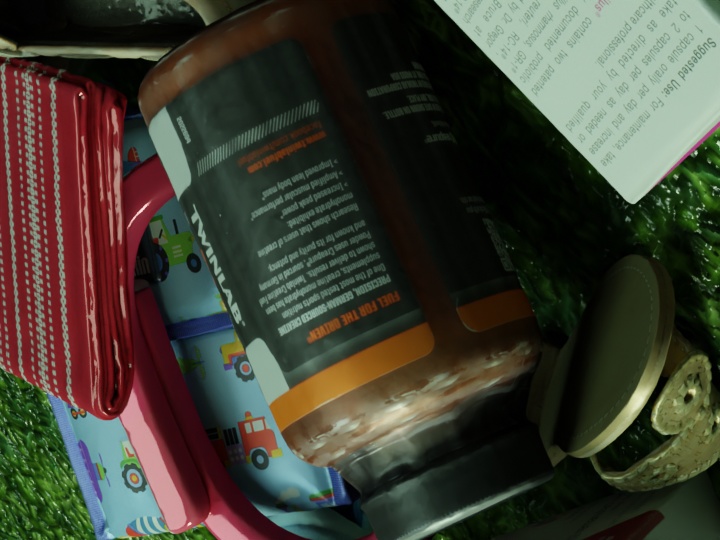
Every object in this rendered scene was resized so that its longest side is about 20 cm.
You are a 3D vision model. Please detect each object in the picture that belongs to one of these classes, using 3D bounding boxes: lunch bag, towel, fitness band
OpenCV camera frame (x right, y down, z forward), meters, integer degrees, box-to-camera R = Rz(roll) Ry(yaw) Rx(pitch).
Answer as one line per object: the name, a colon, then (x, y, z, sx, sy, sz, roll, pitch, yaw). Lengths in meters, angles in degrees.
lunch bag: (-0.076, 0.007, 1.093, 0.150, 0.094, 0.200, -13, 105, 36)
towel: (-0.155, -0.027, 1.055, 0.200, 0.022, 0.145, 21, 117, 52)
fitness band: (-0.036, 0.039, 1.017, 0.143, 0.037, 0.200, -20, 94, 28)

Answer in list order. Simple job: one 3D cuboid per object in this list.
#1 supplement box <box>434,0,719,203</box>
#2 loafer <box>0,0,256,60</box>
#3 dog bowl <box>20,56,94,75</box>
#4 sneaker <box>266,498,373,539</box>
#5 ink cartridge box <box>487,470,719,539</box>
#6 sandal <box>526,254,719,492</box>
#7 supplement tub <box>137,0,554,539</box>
supplement box: (0.058, -0.136, 0.708, 0.200, 0.101, 0.103, 47, 154, 6)
loafer: (-0.126, -0.117, 0.982, 0.200, 0.063, 0.072, 5, 123, 25)
dog bowl: (-0.198, -0.149, 1.128, 0.200, 0.059, 0.200, 37, 151, 25)
sneaker: (-0.008, 0.130, 1.164, 0.074, 0.082, 0.200, 6, -179, 3)
ink cartridge box: (0.044, 0.162, 0.960, 0.200, 0.146, 0.083, -23, 92, 26)
sandal: (0.108, 0.051, 0.940, 0.069, 0.078, 0.212, 19, 162, -9)
supplement tub: (0.000, 0.000, 0.911, 0.200, 0.107, 0.107, 66, 155, 8)
